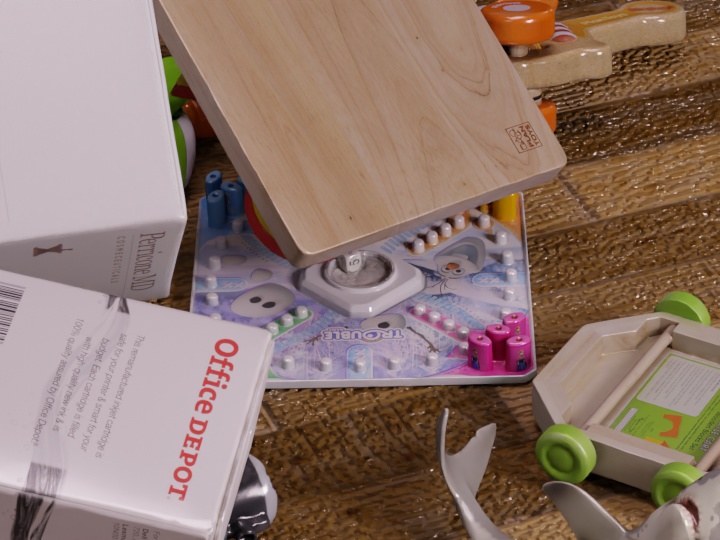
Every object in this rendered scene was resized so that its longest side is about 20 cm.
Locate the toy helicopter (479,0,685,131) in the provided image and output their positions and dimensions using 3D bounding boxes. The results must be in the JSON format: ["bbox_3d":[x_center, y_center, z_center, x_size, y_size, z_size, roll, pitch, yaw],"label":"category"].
[{"bbox_3d":[0.124,-0.147,1.953,0.199,0.079,0.132,-15,21,-35],"label":"toy helicopter"}]

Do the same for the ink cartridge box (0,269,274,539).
[{"bbox_3d":[-0.154,0.082,1.468,0.199,0.085,0.146,14,43,3],"label":"ink cartridge box"}]

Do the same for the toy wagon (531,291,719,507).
[{"bbox_3d":[0.193,0.081,1.626,0.199,0.040,0.155,18,39,26],"label":"toy wagon"}]

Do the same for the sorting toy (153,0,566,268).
[{"bbox_3d":[-0.014,-0.103,1.774,0.198,0.070,0.201,-20,72,-33],"label":"sorting toy"}]

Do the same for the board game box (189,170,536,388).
[{"bbox_3d":[0.000,0.000,1.768,0.199,0.026,0.200,-1,33,1],"label":"board game box"}]

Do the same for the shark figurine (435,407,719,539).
[{"bbox_3d":[0.118,0.145,1.523,0.089,0.129,0.214,3,5,-41],"label":"shark figurine"}]

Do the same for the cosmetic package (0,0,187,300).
[{"bbox_3d":[-0.212,-0.069,1.700,0.199,0.167,0.167,-8,75,-10],"label":"cosmetic package"}]

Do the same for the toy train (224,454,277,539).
[{"bbox_3d":[-0.141,0.120,1.552,0.199,0.086,0.114,-15,48,-22],"label":"toy train"}]

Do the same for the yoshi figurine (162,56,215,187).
[{"bbox_3d":[-0.178,-0.096,1.861,0.200,0.113,0.112,-29,26,-31],"label":"yoshi figurine"}]
